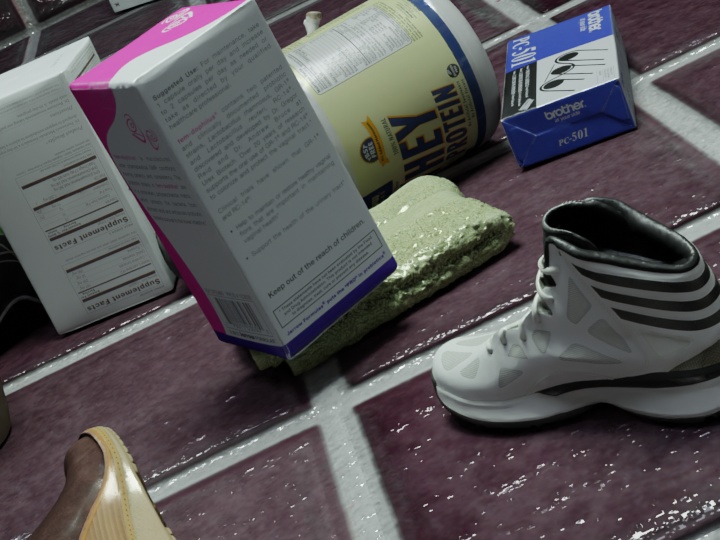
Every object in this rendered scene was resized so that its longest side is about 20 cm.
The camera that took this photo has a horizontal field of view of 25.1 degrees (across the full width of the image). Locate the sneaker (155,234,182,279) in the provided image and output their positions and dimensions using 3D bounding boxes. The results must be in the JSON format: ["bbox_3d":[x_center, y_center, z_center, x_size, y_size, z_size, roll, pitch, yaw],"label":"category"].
[{"bbox_3d":[-0.098,-0.064,1.339,0.088,0.074,0.200,-16,23,31],"label":"sneaker"}]

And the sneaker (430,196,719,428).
[{"bbox_3d":[0.104,0.015,0.836,0.200,0.116,0.076,-6,27,44],"label":"sneaker"}]

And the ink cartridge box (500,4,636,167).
[{"bbox_3d":[0.163,-0.149,1.278,0.094,0.044,0.200,-19,21,14],"label":"ink cartridge box"}]

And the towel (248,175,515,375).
[{"bbox_3d":[0.000,0.000,1.118,0.199,0.037,0.148,-29,21,-10],"label":"towel"}]

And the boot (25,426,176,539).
[{"bbox_3d":[-0.185,0.166,0.874,0.166,0.073,0.200,-28,23,-11],"label":"boot"}]

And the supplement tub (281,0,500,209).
[{"bbox_3d":[-0.007,-0.120,1.264,0.200,0.145,0.145,-32,21,-17],"label":"supplement tub"}]

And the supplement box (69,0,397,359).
[{"bbox_3d":[-0.079,-0.058,1.020,0.103,0.201,0.101,-40,25,-23],"label":"supplement box"}]

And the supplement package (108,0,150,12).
[{"bbox_3d":[-0.346,-0.562,2.766,0.150,0.152,0.200,-9,26,37],"label":"supplement package"}]

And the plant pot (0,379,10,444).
[{"bbox_3d":[-0.345,0.068,1.163,0.199,0.174,0.200,-22,20,8],"label":"plant pot"}]

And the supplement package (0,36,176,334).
[{"bbox_3d":[-0.237,-0.070,1.336,0.109,0.201,0.114,-21,19,10],"label":"supplement package"}]

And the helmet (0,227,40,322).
[{"bbox_3d":[-0.376,-0.003,1.385,0.200,0.200,0.191,0,49,50],"label":"helmet"}]

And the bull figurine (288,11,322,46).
[{"bbox_3d":[-0.048,-0.161,1.477,0.065,0.122,0.200,5,-12,-41],"label":"bull figurine"}]
